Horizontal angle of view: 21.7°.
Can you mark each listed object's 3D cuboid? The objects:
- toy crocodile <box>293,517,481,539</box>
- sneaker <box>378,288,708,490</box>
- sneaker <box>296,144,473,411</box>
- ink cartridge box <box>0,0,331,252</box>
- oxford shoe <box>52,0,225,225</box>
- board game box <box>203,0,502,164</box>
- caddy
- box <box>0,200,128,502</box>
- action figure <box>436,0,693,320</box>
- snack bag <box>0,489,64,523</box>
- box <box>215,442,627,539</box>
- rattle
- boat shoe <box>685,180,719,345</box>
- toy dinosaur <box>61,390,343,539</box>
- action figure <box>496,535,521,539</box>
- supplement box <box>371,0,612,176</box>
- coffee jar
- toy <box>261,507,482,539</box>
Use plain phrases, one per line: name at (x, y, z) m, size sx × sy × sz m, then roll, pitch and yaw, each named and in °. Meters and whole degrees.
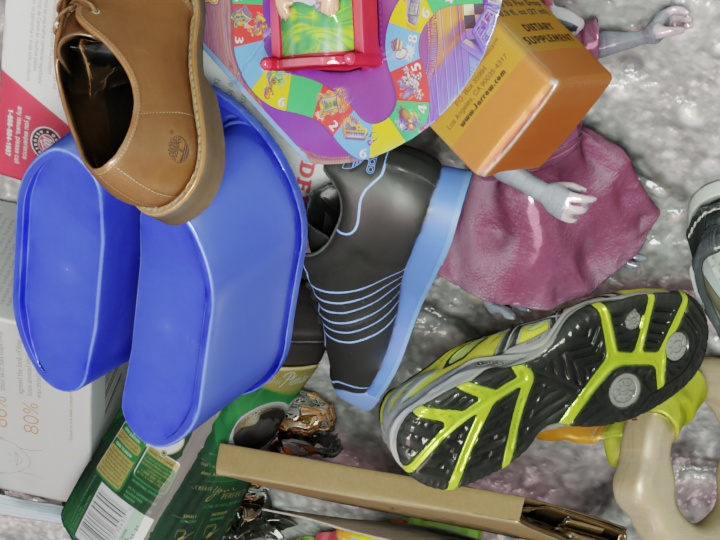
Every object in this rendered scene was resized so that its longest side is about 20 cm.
toy crocodile at (-0.009, 0.202, 1.277) m, size 0.199 × 0.068 × 0.062 m, roll -16°, pitch 122°, yaw 25°
sneaker at (0.099, 0.052, 1.042) m, size 0.199 × 0.076 × 0.076 m, roll -18°, pitch 111°, yaw -16°
sneaker at (0.000, 0.000, 1.018) m, size 0.078 × 0.070 × 0.200 m, roll 21°, pitch 139°, yaw 0°
ink cartridge box at (-0.093, -0.104, 1.039) m, size 0.199 × 0.086 × 0.148 m, roll 15°, pitch 130°, yaw 0°
oxford shoe at (-0.119, -0.121, 0.903) m, size 0.071 × 0.201 × 0.071 m, roll -33°, pitch 147°, yaw 26°
board game box at (-0.029, -0.149, 0.896) m, size 0.200 × 0.039 × 0.158 m, roll 49°, pitch 116°, yaw 19°
caddy at (-0.103, -0.007, 1.000) m, size 0.141 × 0.105 × 0.201 m, roll 29°, pitch 131°, yaw 21°
box at (-0.250, 0.042, 1.183) m, size 0.199 × 0.107 × 0.153 m, roll 12°, pitch 131°, yaw 4°
action figure at (0.094, -0.079, 1.020) m, size 0.148 × 0.134 × 0.201 m, roll 16°, pitch 138°, yaw 38°
snack bag at (-0.297, 0.141, 1.233) m, size 0.199 × 0.022 × 0.188 m, roll 2°, pitch 168°, yaw 37°
box at (0.037, 0.136, 1.106) m, size 0.199 × 0.021 × 0.163 m, roll 7°, pitch 171°, yaw 30°
rattle at (0.197, 0.134, 1.167) m, size 0.143 × 0.131 × 0.200 m, roll -21°, pitch 145°, yaw 38°
boat shoe at (0.243, 0.040, 1.086) m, size 0.075 × 0.060 × 0.200 m, roll -25°, pitch 118°, yaw 30°
toy dinosaur at (-0.102, 0.133, 1.249) m, size 0.199 × 0.102 × 0.136 m, roll -4°, pitch 114°, yaw 40°
action figure at (0.155, 0.243, 1.216) m, size 0.133 × 0.149 × 0.200 m, roll -9°, pitch 140°, yaw 29°
supplement box at (0.028, -0.139, 0.926) m, size 0.200 × 0.066 × 0.069 m, roll 47°, pitch 119°, yaw 18°
coffee jar at (-0.097, 0.088, 1.143) m, size 0.085 × 0.104 × 0.201 m, roll 36°, pitch 105°, yaw 26°
toy at (0.040, 0.180, 1.139) m, size 0.115 × 0.047 × 0.200 m, roll 13°, pitch 171°, yaw -38°
